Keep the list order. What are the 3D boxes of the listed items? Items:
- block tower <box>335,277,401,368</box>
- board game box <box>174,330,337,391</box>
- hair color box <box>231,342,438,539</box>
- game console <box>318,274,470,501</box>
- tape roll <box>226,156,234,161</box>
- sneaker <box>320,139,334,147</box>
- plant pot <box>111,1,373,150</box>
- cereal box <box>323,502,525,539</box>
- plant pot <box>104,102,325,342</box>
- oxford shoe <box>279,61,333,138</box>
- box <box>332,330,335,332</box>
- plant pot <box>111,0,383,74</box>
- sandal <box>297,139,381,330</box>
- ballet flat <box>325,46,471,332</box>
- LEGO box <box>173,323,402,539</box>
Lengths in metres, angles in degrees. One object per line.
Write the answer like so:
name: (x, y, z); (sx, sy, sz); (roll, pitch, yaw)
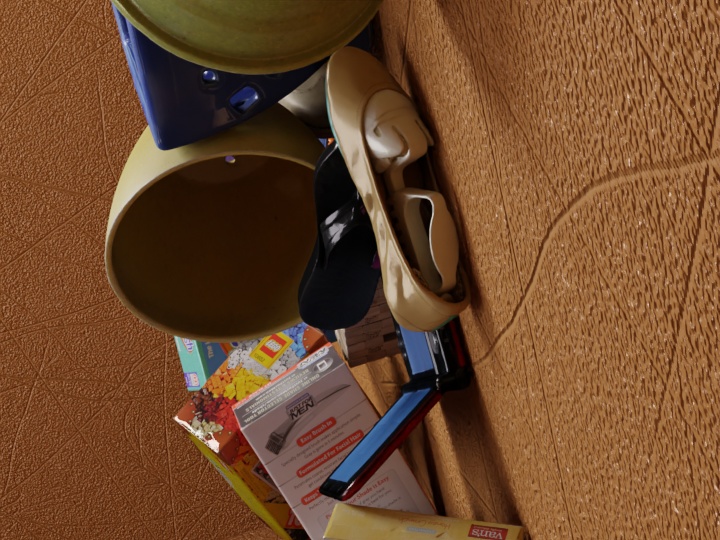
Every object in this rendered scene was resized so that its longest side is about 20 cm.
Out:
block tower: (0.000, 0.000, 1.453); (0.201, 0.057, 0.054); (80, 170, -47)
board game box: (-0.106, 0.021, 1.741); (0.045, 0.199, 0.154); (-7, 100, 54)
hair color box: (-0.017, 0.181, 1.524); (0.201, 0.110, 0.064); (60, 176, -21)
game console: (0.008, 0.075, 1.303); (0.200, 0.117, 0.174); (141, 114, -81)
tape roll: (-0.121, -0.172, 1.606); (0.200, 0.084, 0.203); (-8, -90, -75)
sneaker: (-0.059, -0.122, 1.525); (0.201, 0.077, 0.076); (-105, 7, -49)
plant pot: (-0.098, -0.233, 1.243); (0.200, 0.178, 0.202); (-117, 13, -56)
cereal box: (0.056, 0.260, 1.242); (0.040, 0.142, 0.202); (-65, -26, -48)
plant pot: (-0.105, -0.063, 1.328); (0.201, 0.198, 0.143); (83, 176, -46)
oxford shoe: (-0.050, -0.189, 1.398); (0.075, 0.070, 0.201); (93, 160, -46)
box: (-0.086, -0.009, 1.639); (0.039, 0.199, 0.137); (-57, 19, 9)
plant pot: (-0.047, -0.234, 0.928); (0.184, 0.198, 0.203); (139, 116, -69)
sandal: (-0.002, -0.020, 1.258); (0.202, 0.074, 0.048); (101, 164, -45)
ballet flat: (0.032, -0.060, 1.139); (0.063, 0.068, 0.202); (-16, 92, 54)
LEGO box: (-0.066, 0.155, 1.626); (0.077, 0.149, 0.201); (30, 162, 41)
